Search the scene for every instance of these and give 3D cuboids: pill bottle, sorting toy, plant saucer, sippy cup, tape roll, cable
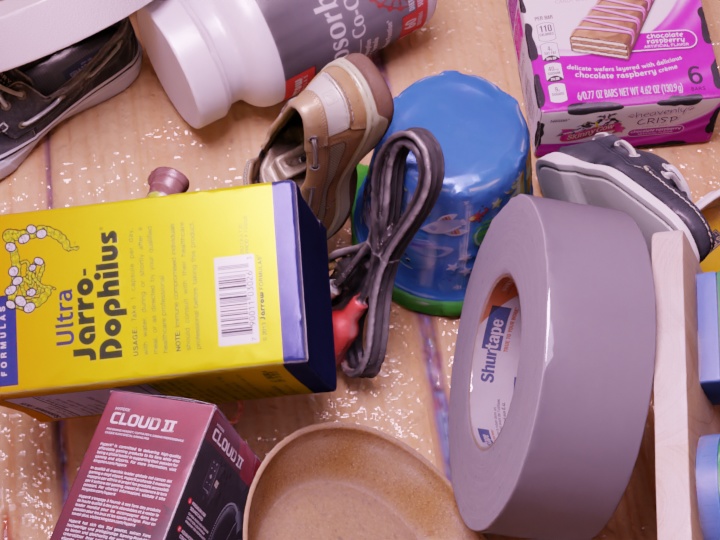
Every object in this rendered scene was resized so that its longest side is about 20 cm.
[{"bbox_3d":[-0.053,-0.189,1.092,0.199,0.116,0.116,-30,66,-15],"label":"pill bottle"},{"bbox_3d":[0.228,0.107,0.879,0.069,0.200,0.201,-8,59,22],"label":"sorting toy"},{"bbox_3d":[0.005,0.188,0.889,0.199,0.035,0.202,26,45,-28],"label":"plant saucer"},{"bbox_3d":[0.060,-0.059,1.014,0.175,0.131,0.141,-8,62,-5],"label":"sippy cup"},{"bbox_3d":[-0.218,-0.196,1.072,0.201,0.037,0.203,-19,24,9],"label":"tape roll"},{"bbox_3d":[0.109,0.059,0.906,0.065,0.201,0.203,8,61,-10],"label":"tape roll"},{"bbox_3d":[0.000,0.000,0.960,0.050,0.200,0.098,-13,63,-34],"label":"cable"}]

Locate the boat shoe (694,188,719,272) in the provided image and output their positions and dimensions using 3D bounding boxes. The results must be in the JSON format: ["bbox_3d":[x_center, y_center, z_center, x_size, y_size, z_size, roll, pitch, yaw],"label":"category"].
[{"bbox_3d":[0.201,0.013,1.009,0.199,0.070,0.071,-39,69,-20],"label":"boat shoe"}]

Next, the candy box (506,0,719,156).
[{"bbox_3d":[0.181,-0.190,1.125,0.134,0.061,0.202,-6,61,-3],"label":"candy box"}]

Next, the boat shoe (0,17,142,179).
[{"bbox_3d":[-0.247,-0.130,1.084,0.199,0.071,0.072,-39,68,-18],"label":"boat shoe"}]

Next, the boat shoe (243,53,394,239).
[{"bbox_3d":[-0.044,-0.066,0.974,0.076,0.201,0.072,-28,72,-27],"label":"boat shoe"}]

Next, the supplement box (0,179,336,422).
[{"bbox_3d":[-0.122,0.022,0.913,0.197,0.109,0.111,-6,76,6],"label":"supplement box"}]

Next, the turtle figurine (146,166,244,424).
[{"bbox_3d":[-0.149,0.010,1.012,0.198,0.065,0.162,20,63,10],"label":"turtle figurine"}]

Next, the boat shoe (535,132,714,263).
[{"bbox_3d":[0.181,-0.051,0.993,0.060,0.076,0.200,-27,27,-10],"label":"boat shoe"}]

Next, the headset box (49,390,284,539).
[{"bbox_3d":[-0.111,0.177,0.868,0.076,0.149,0.202,5,60,24],"label":"headset box"}]
